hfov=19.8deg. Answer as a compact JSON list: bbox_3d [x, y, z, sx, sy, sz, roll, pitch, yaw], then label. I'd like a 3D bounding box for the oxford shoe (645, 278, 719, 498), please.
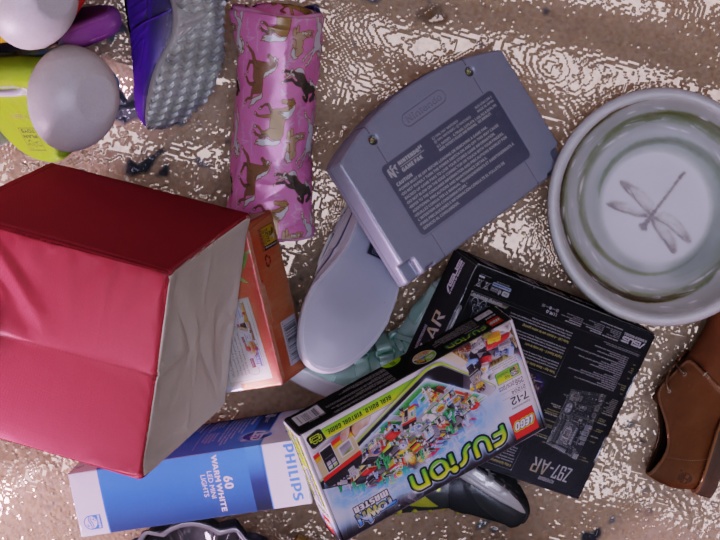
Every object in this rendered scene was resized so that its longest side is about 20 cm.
[{"bbox_3d":[0.292,0.095,1.786,0.071,0.071,0.202,12,99,-1],"label":"oxford shoe"}]

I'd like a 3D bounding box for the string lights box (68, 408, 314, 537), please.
[{"bbox_3d":[-0.132,0.167,1.724,0.198,0.103,0.060,-9,100,11],"label":"string lights box"}]

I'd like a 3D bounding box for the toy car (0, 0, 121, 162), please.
[{"bbox_3d":[-0.262,-0.193,1.666,0.150,0.174,0.201,-40,120,-39],"label":"toy car"}]

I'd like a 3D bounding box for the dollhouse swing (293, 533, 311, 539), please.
[{"bbox_3d":[0.057,0.253,1.730,0.181,0.200,0.176,-36,88,1],"label":"dollhouse swing"}]

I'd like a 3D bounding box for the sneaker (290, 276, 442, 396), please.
[{"bbox_3d":[0.024,0.053,1.753,0.199,0.074,0.119,11,104,-16],"label":"sneaker"}]

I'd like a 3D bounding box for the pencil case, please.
[{"bbox_3d":[-0.073,-0.121,1.713,0.082,0.086,0.202,7,100,29],"label":"pencil case"}]

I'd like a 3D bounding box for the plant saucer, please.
[{"bbox_3d":[0.254,-0.054,1.761,0.198,0.050,0.202,0,90,-4],"label":"plant saucer"}]

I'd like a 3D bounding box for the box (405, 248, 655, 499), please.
[{"bbox_3d":[0.133,0.089,1.738,0.199,0.044,0.161,20,99,-30],"label":"box"}]

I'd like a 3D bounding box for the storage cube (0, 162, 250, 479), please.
[{"bbox_3d":[-0.206,0.035,1.590,0.178,0.200,0.173,14,109,13],"label":"storage cube"}]

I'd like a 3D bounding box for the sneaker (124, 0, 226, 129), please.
[{"bbox_3d":[-0.163,-0.218,1.704,0.069,0.099,0.201,-16,132,-38],"label":"sneaker"}]

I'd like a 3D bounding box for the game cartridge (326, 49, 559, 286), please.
[{"bbox_3d":[0.068,-0.093,1.711,0.200,0.041,0.134,-36,93,-30],"label":"game cartridge"}]

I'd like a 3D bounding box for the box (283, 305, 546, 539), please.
[{"bbox_3d":[0.046,0.123,1.663,0.199,0.035,0.111,-28,118,-14],"label":"box"}]

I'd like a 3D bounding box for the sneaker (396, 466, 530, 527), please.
[{"bbox_3d":[0.050,0.179,1.784,0.199,0.074,0.085,27,102,1],"label":"sneaker"}]

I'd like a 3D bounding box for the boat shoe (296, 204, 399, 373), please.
[{"bbox_3d":[0.000,0.000,1.718,0.073,0.065,0.201,30,70,-7],"label":"boat shoe"}]

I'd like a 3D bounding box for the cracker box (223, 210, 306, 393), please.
[{"bbox_3d":[-0.153,0.035,1.706,0.198,0.058,0.135,-9,101,25],"label":"cracker box"}]

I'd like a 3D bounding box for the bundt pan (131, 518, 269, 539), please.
[{"bbox_3d":[-0.139,0.298,1.772,0.200,0.076,0.204,0,103,-1],"label":"bundt pan"}]
